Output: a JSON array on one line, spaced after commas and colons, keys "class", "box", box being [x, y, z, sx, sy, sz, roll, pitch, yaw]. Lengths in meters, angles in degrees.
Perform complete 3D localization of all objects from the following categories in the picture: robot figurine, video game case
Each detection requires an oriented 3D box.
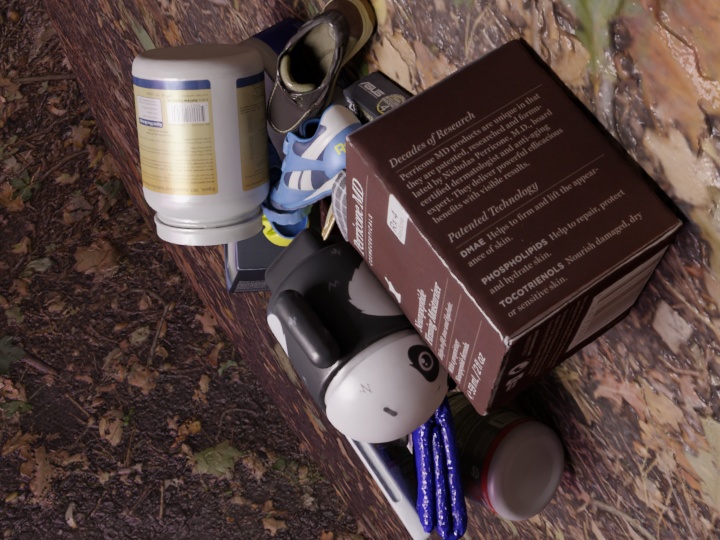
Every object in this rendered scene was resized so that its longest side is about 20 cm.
[{"class": "robot figurine", "box": [-0.004, 0.055, 0.911, 0.201, 0.149, 0.125, 55, 152, 29]}, {"class": "video game case", "box": [0.032, 0.210, 1.153, 0.183, 0.022, 0.200, 56, -175, 11]}]

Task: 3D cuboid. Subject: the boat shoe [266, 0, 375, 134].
[{"class": "boat shoe", "box": [-0.058, -0.206, 1.053, 0.073, 0.065, 0.200, 46, 139, 8]}]

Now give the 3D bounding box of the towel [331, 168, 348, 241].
[{"class": "towel", "box": [0.054, 0.002, 1.022, 0.166, 0.085, 0.201, 45, 163, 39]}]

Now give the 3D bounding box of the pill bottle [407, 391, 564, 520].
[{"class": "pill bottle", "box": [0.137, 0.212, 1.233, 0.199, 0.116, 0.117, 16, 137, 54]}]

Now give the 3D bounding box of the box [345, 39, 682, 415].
[{"class": "box", "box": [0.108, -0.030, 0.804, 0.201, 0.163, 0.166, 52, 165, 21]}]

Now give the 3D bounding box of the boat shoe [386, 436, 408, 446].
[{"class": "boat shoe", "box": [0.002, 0.101, 1.092, 0.072, 0.064, 0.202, -99, -10, -70]}]

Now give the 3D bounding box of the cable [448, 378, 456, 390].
[{"class": "cable", "box": [0.084, 0.063, 1.297, 0.163, 0.051, 0.201, 50, 164, 30]}]

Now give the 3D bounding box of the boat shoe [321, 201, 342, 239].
[{"class": "boat shoe", "box": [-0.026, 0.007, 1.130, 0.066, 0.073, 0.202, -69, -13, -81]}]

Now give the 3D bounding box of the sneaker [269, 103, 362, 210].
[{"class": "sneaker", "box": [-0.047, -0.120, 1.104, 0.199, 0.074, 0.083, -20, 102, 57]}]

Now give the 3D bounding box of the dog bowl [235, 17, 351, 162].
[{"class": "dog bowl", "box": [-0.073, -0.196, 1.237, 0.201, 0.078, 0.201, 53, 164, 22]}]

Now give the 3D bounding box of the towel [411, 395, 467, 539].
[{"class": "towel", "box": [0.073, 0.185, 1.082, 0.200, 0.049, 0.149, -91, -9, -85]}]

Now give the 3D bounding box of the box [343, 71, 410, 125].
[{"class": "box", "box": [0.065, -0.092, 1.051, 0.200, 0.049, 0.162, 44, 162, 44]}]

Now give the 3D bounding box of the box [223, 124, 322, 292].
[{"class": "box", "box": [-0.128, -0.085, 1.413, 0.198, 0.122, 0.202, 138, 128, -74]}]

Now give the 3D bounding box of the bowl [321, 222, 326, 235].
[{"class": "bowl", "box": [0.000, 0.000, 1.233, 0.200, 0.107, 0.202, 49, 147, 48]}]

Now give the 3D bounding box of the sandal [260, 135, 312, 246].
[{"class": "sandal", "box": [-0.117, -0.123, 1.242, 0.201, 0.079, 0.087, 53, 163, -12]}]

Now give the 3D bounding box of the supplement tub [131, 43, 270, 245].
[{"class": "supplement tub", "box": [-0.173, -0.141, 1.139, 0.144, 0.143, 0.202, 33, 129, 58]}]
